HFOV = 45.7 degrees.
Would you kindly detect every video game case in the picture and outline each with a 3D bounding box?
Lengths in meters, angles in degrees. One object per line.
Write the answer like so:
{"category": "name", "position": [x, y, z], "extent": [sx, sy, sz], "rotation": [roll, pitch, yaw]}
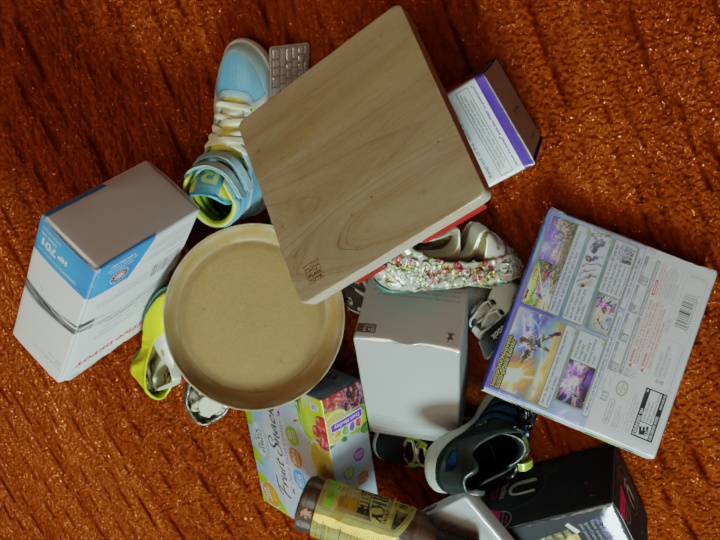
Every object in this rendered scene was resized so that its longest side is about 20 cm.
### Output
{"category": "video game case", "position": [0.241, 0.063, 0.874], "extent": [0.180, 0.045, 0.202], "rotation": [22, 81, 5]}
{"category": "video game case", "position": [0.117, 0.356, 0.965], "extent": [0.182, 0.024, 0.200], "rotation": [-37, 95, 33]}

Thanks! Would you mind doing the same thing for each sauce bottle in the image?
{"category": "sauce bottle", "position": [0.030, 0.278, 0.918], "extent": [0.198, 0.065, 0.065], "rotation": [15, 115, 8]}

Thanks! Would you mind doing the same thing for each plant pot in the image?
{"category": "plant pot", "position": [-0.115, 0.050, 0.934], "extent": [0.198, 0.027, 0.202], "rotation": [1, 86, -16]}

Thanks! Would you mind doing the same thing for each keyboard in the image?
{"category": "keyboard", "position": [-0.078, -0.144, 0.935], "extent": [0.011, 0.056, 0.202], "rotation": [18, 117, 33]}

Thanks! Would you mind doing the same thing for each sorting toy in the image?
{"category": "sorting toy", "position": [0.007, -0.099, 0.792], "extent": [0.199, 0.069, 0.200], "rotation": [-31, 68, 24]}

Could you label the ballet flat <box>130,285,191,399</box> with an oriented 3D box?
{"category": "ballet flat", "position": [-0.222, 0.091, 0.992], "extent": [0.067, 0.066, 0.200], "rotation": [63, 145, 21]}

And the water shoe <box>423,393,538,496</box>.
{"category": "water shoe", "position": [0.155, 0.181, 0.919], "extent": [0.078, 0.199, 0.072], "rotation": [4, 119, 48]}

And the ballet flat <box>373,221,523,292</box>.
{"category": "ballet flat", "position": [0.099, -0.017, 0.867], "extent": [0.076, 0.199, 0.064], "rotation": [42, 127, 42]}

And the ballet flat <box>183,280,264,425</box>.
{"category": "ballet flat", "position": [-0.155, 0.105, 0.984], "extent": [0.072, 0.072, 0.201], "rotation": [28, 121, 4]}

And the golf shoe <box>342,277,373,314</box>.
{"category": "golf shoe", "position": [0.000, 0.000, 0.958], "extent": [0.094, 0.078, 0.200], "rotation": [-37, 97, 26]}

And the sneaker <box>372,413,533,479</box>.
{"category": "sneaker", "position": [0.103, 0.210, 1.009], "extent": [0.198, 0.083, 0.072], "rotation": [-4, 110, 18]}

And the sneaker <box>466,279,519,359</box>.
{"category": "sneaker", "position": [0.167, 0.070, 0.932], "extent": [0.199, 0.089, 0.074], "rotation": [37, 118, 1]}

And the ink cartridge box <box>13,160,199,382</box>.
{"category": "ink cartridge box", "position": [-0.269, 0.003, 0.896], "extent": [0.086, 0.146, 0.200], "rotation": [42, 133, 7]}

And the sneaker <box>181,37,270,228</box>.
{"category": "sneaker", "position": [-0.138, -0.138, 0.911], "extent": [0.079, 0.131, 0.202], "rotation": [8, 114, 16]}

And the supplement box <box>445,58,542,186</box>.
{"category": "supplement box", "position": [0.072, -0.116, 0.875], "extent": [0.199, 0.101, 0.104], "rotation": [-29, 101, 24]}

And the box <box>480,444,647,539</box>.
{"category": "box", "position": [0.218, 0.297, 0.988], "extent": [0.199, 0.122, 0.107], "rotation": [-22, 103, 23]}

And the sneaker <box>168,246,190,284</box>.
{"category": "sneaker", "position": [-0.190, 0.004, 1.017], "extent": [0.104, 0.075, 0.201], "rotation": [-30, 106, 26]}

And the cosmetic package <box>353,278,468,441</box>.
{"category": "cosmetic package", "position": [0.060, 0.103, 0.931], "extent": [0.112, 0.082, 0.201], "rotation": [7, 142, 10]}

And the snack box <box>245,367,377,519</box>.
{"category": "snack box", "position": [-0.062, 0.209, 1.028], "extent": [0.168, 0.067, 0.202], "rotation": [15, 119, 46]}
